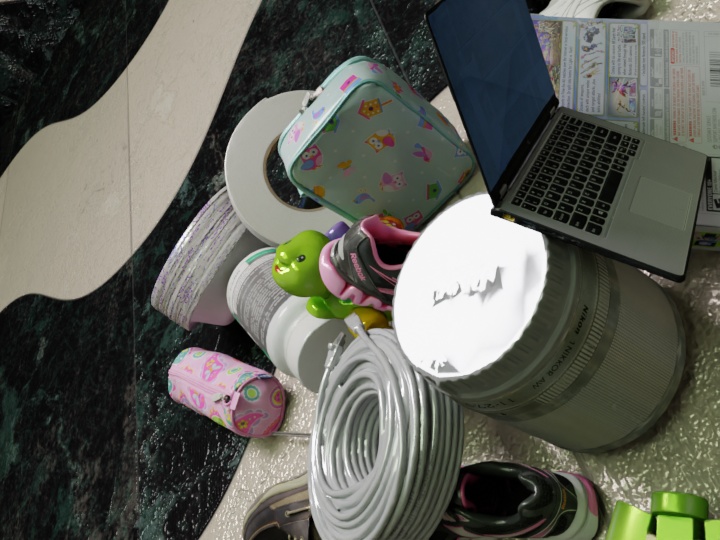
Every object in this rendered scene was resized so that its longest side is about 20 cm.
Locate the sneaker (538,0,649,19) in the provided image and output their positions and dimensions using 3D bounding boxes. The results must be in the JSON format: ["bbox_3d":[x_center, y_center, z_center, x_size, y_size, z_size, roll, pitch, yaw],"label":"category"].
[{"bbox_3d":[0.207,-0.224,0.815,0.200,0.078,0.100,-50,42,19],"label":"sneaker"}]

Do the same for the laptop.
[{"bbox_3d":[0.155,-0.118,0.552,0.187,0.199,0.117,-51,-22,-48],"label":"laptop"}]

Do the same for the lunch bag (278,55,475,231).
[{"bbox_3d":[0.013,-0.128,0.882,0.160,0.199,0.077,-44,39,22],"label":"lunch bag"}]

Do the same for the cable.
[{"bbox_3d":[0.017,0.153,0.715,0.200,0.069,0.202,22,95,65],"label":"cable"}]

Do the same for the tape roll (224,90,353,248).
[{"bbox_3d":[-0.067,-0.121,0.986,0.037,0.201,0.204,133,157,-79],"label":"tape roll"}]

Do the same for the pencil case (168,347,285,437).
[{"bbox_3d":[-0.178,0.155,1.038,0.199,0.087,0.088,10,77,53],"label":"pencil case"}]

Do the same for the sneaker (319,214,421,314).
[{"bbox_3d":[0.065,0.008,0.738,0.096,0.199,0.079,127,158,-47],"label":"sneaker"}]

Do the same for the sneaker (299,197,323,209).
[{"bbox_3d":[-0.036,-0.127,1.061,0.078,0.075,0.202,-10,55,62],"label":"sneaker"}]

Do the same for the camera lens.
[{"bbox_3d":[0.143,0.045,0.624,0.159,0.199,0.161,-28,49,37],"label":"camera lens"}]

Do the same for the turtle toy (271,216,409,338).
[{"bbox_3d":[0.000,0.000,0.838,0.146,0.198,0.102,44,134,47],"label":"turtle toy"}]

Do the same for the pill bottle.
[{"bbox_3d":[-0.075,0.057,0.949,0.114,0.113,0.200,-59,36,5],"label":"pill bottle"}]

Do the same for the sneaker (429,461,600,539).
[{"bbox_3d":[0.097,0.192,0.685,0.199,0.086,0.081,-24,50,41],"label":"sneaker"}]

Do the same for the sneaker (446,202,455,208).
[{"bbox_3d":[0.169,-0.033,0.757,0.199,0.078,0.091,-15,73,46],"label":"sneaker"}]

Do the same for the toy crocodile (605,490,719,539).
[{"bbox_3d":[0.255,0.187,0.531,0.199,0.062,0.068,-9,61,42],"label":"toy crocodile"}]

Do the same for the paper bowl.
[{"bbox_3d":[-0.184,-0.007,1.083,0.202,0.104,0.201,-58,1,1],"label":"paper bowl"}]

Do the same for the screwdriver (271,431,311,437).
[{"bbox_3d":[-0.036,0.188,0.902,0.199,0.029,0.028,-13,59,50],"label":"screwdriver"}]

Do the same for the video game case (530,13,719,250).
[{"bbox_3d":[0.221,-0.121,0.676,0.179,0.046,0.202,6,67,8],"label":"video game case"}]

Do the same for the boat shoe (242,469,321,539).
[{"bbox_3d":[-0.054,0.257,0.837,0.200,0.074,0.074,-42,41,27],"label":"boat shoe"}]
